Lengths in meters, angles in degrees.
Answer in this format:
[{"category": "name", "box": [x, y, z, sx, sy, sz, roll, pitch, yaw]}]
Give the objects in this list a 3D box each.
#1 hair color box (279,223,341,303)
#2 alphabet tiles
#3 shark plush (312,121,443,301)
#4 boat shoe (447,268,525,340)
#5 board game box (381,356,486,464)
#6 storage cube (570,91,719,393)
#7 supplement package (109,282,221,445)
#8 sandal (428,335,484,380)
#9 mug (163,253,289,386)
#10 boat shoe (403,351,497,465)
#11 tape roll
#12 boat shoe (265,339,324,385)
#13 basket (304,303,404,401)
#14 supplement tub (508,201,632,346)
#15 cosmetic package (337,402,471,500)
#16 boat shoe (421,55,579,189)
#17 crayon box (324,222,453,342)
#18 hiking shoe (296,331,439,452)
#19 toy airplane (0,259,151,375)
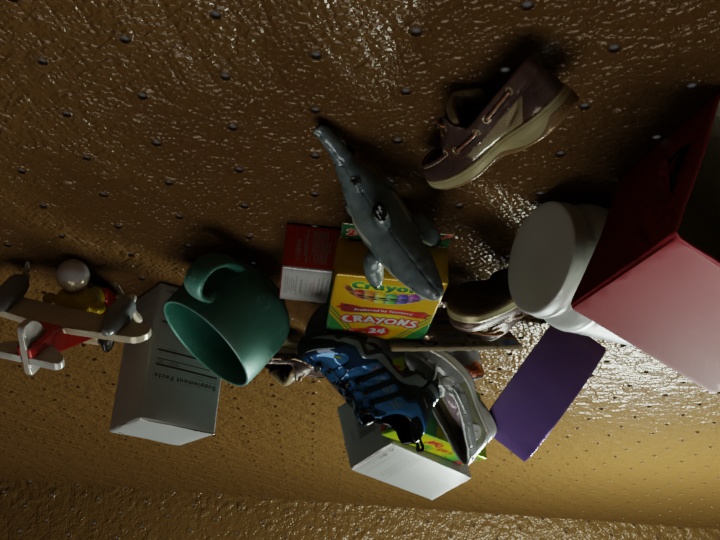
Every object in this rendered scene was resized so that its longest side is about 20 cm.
[{"category": "hair color box", "box": [0.000, 0.000, 1.078, 0.197, 0.062, 0.102, 7, 155, -5]}, {"category": "alphabet tiles", "box": [0.113, 0.076, 1.152, 0.165, 0.008, 0.200, -1, -168, -4]}, {"category": "shark plush", "box": [0.025, -0.064, 0.855, 0.090, 0.202, 0.083, -22, -165, 0]}, {"category": "boat shoe", "box": [0.160, 0.051, 1.027, 0.071, 0.073, 0.200, 12, -163, 25]}, {"category": "board game box", "box": [0.105, 0.203, 1.226, 0.047, 0.103, 0.199, -23, 145, 32]}, {"category": "storage cube", "box": [0.329, -0.020, 0.791, 0.199, 0.172, 0.180, 30, 153, -3]}, {"category": "supplement package", "box": [-0.279, 0.142, 1.269, 0.119, 0.202, 0.121, 19, 153, -31]}, {"category": "sandal", "box": [0.134, 0.111, 1.229, 0.078, 0.060, 0.207, -6, 155, 8]}, {"category": "mug", "box": [-0.162, 0.054, 1.122, 0.152, 0.114, 0.185, 44, 152, -2]}, {"category": "boat shoe", "box": [0.115, 0.174, 1.150, 0.074, 0.065, 0.203, 4, 135, 47]}, {"category": "tape roll", "box": [0.261, 0.168, 1.237, 0.085, 0.200, 0.200, 37, 160, 12]}, {"category": "boat shoe", "box": [-0.121, 0.151, 1.384, 0.072, 0.073, 0.200, -12, 152, 32]}, {"category": "basket", "box": [0.010, 0.130, 1.290, 0.179, 0.137, 0.200, -21, 145, 20]}, {"category": "supplement tub", "box": [0.279, 0.007, 0.953, 0.198, 0.142, 0.140, 14, 155, -21]}, {"category": "cosmetic package", "box": [0.067, 0.256, 1.273, 0.085, 0.108, 0.199, -36, 135, 22]}, {"category": "boat shoe", "box": [0.106, -0.134, 0.772, 0.072, 0.072, 0.200, 44, 155, -12]}, {"category": "crayon box", "box": [0.028, 0.019, 0.987, 0.125, 0.051, 0.201, 5, 152, -4]}, {"category": "hiking shoe", "box": [0.008, 0.144, 1.058, 0.198, 0.087, 0.074, 27, 146, -12]}, {"category": "toy airplane", "box": [-0.405, 0.056, 1.170, 0.198, 0.143, 0.199, 3, -167, -33]}]
